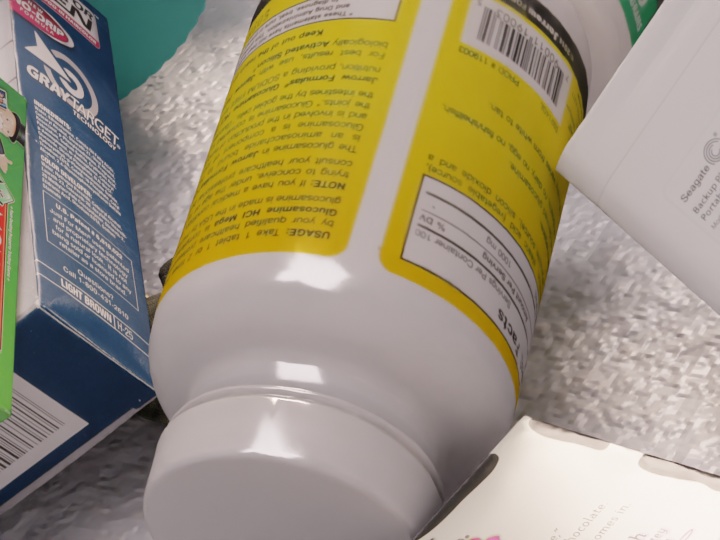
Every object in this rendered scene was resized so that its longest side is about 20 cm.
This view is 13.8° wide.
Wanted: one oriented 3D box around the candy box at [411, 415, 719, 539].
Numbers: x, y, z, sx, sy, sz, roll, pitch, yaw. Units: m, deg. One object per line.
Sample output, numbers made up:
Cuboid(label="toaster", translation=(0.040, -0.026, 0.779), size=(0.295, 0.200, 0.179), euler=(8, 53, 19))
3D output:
Cuboid(label="candy box", translation=(0.088, 0.123, 0.773), size=(0.199, 0.061, 0.136), euler=(17, 48, 39))

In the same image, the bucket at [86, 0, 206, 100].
Cuboid(label="bucket", translation=(-0.156, -0.147, 1.122), size=(0.206, 0.208, 0.135), euler=(-20, 58, -2))

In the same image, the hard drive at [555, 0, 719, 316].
Cuboid(label="hard drive", translation=(0.162, -0.022, 0.842), size=(0.200, 0.027, 0.132), euler=(44, 109, 29))

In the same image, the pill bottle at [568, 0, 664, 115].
Cuboid(label="pill bottle", translation=(0.085, -0.141, 1.090), size=(0.113, 0.113, 0.200), euler=(7, 43, 32))

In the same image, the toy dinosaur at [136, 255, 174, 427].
Cuboid(label="toy dinosaur", translation=(-0.061, 0.017, 1.003), size=(0.088, 0.048, 0.200), euler=(-43, 38, -21))

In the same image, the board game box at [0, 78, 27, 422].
Cuboid(label="board game box", translation=(-0.189, 0.033, 0.958), size=(0.200, 0.029, 0.135), euler=(-31, 42, 27))

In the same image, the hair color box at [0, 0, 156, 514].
Cuboid(label="hair color box", translation=(-0.130, -0.014, 1.010), size=(0.100, 0.060, 0.201), euler=(-35, 39, 20))

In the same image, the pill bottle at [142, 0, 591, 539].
Cuboid(label="pill bottle", translation=(0.000, 0.000, 0.905), size=(0.112, 0.113, 0.201), euler=(-1, 50, 23))
